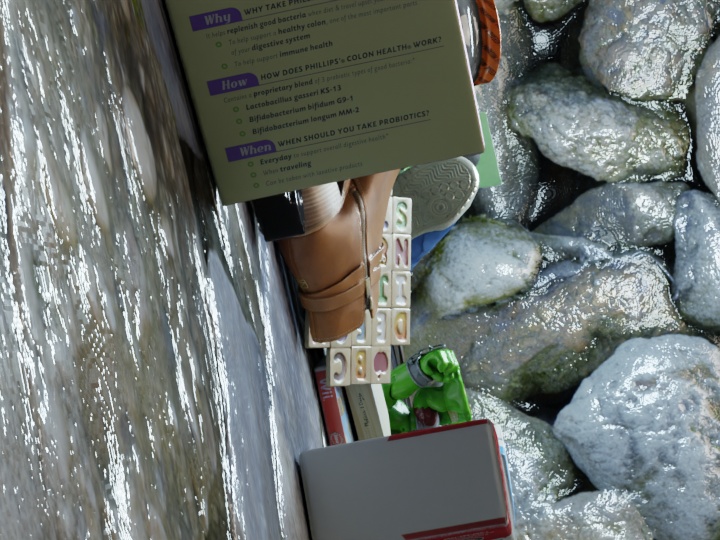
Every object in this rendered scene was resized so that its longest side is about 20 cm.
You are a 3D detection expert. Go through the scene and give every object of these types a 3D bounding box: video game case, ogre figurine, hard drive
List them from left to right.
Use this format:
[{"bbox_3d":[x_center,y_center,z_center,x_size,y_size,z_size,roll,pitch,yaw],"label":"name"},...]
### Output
[{"bbox_3d":[-0.078,-0.135,1.578,0.200,0.038,0.140,-96,174,-51],"label":"hard drive"},{"bbox_3d":[-0.009,0.177,1.859,0.143,0.017,0.200,-34,112,-86],"label":"video game case"},{"bbox_3d":[0.054,0.145,2.182,0.200,0.120,0.098,69,6,-80],"label":"ogre figurine"}]

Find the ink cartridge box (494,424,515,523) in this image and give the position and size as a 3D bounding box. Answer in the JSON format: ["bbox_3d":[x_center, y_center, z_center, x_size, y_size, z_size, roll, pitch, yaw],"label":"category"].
[{"bbox_3d":[0.093,0.236,2.307,0.200,0.146,0.084,-51,130,-85],"label":"ink cartridge box"}]

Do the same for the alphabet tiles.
[{"bbox_3d":[0.000,0.000,1.814,0.166,0.006,0.200,3,88,-58],"label":"alphabet tiles"}]

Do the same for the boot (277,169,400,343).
[{"bbox_3d":[0.005,-0.041,1.743,0.200,0.077,0.155,-38,121,-51],"label":"boot"}]

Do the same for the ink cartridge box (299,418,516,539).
[{"bbox_3d":[0.042,0.183,1.583,0.200,0.144,0.084,67,14,-73],"label":"ink cartridge box"}]

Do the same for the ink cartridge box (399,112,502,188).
[{"bbox_3d":[0.041,-0.132,2.215,0.146,0.200,0.048,-97,177,-52],"label":"ink cartridge box"}]

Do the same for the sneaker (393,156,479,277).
[{"bbox_3d":[0.040,-0.033,2.130,0.077,0.200,0.111,41,-9,8],"label":"sneaker"}]

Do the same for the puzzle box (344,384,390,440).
[{"bbox_3d":[-0.002,0.087,1.916,0.133,0.025,0.200,-94,172,-63],"label":"puzzle box"}]

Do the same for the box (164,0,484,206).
[{"bbox_3d":[-0.027,-0.164,1.329,0.097,0.176,0.200,-96,173,-59],"label":"box"}]

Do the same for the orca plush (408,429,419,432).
[{"bbox_3d":[0.049,0.263,2.147,0.071,0.105,0.200,2,-70,61],"label":"orca plush"}]

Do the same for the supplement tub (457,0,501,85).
[{"bbox_3d":[0.020,-0.208,1.909,0.123,0.200,0.123,172,-90,-73],"label":"supplement tub"}]
